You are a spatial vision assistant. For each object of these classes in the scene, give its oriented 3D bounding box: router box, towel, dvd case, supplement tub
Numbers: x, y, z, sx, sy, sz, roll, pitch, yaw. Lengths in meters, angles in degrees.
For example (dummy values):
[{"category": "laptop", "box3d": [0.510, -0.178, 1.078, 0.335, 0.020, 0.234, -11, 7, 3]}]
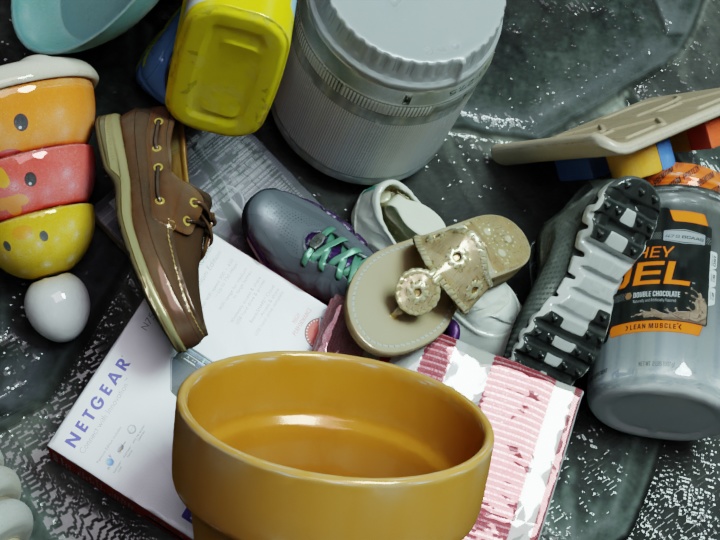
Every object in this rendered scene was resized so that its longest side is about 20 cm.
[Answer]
[{"category": "router box", "box3d": [-0.102, 0.098, 1.024, 0.178, 0.049, 0.201, 31, 70, 0]}, {"category": "towel", "box3d": [0.047, 0.116, 0.997, 0.198, 0.023, 0.146, 20, 70, 3]}, {"category": "dvd case", "box3d": [-0.094, -0.020, 1.104, 0.200, 0.016, 0.149, 45, 64, 5]}, {"category": "supplement tub", "box3d": [0.249, 0.024, 1.119, 0.121, 0.123, 0.203, 14, 64, -9]}]

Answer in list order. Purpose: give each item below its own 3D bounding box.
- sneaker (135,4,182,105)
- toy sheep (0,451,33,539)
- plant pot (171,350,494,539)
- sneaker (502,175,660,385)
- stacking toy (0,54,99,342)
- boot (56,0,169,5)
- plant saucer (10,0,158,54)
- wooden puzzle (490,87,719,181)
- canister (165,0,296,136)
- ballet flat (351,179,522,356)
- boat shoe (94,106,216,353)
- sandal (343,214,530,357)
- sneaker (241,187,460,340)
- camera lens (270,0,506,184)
[{"category": "sneaker", "box3d": [-0.109, -0.204, 1.160, 0.083, 0.071, 0.201, 43, 60, -17]}, {"category": "toy sheep", "box3d": [-0.292, 0.157, 0.916, 0.137, 0.138, 0.200, -37, 75, -25]}, {"category": "plant pot", "box3d": [-0.026, 0.173, 0.881, 0.197, 0.200, 0.186, 4, 107, -13]}, {"category": "sneaker", "box3d": [0.161, 0.014, 1.091, 0.066, 0.090, 0.202, 26, 95, -20]}, {"category": "stacking toy", "box3d": [-0.240, -0.046, 1.034, 0.144, 0.146, 0.203, -18, 89, -21]}, {"category": "boot", "box3d": [-0.216, -0.288, 1.156, 0.199, 0.073, 0.156, -33, 79, -16]}, {"category": "plant saucer", "box3d": [-0.185, -0.244, 1.043, 0.036, 0.198, 0.203, 31, 55, -44]}, {"category": "wooden puzzle", "box3d": [0.234, -0.110, 1.150, 0.198, 0.185, 0.047, -18, 99, -22]}, {"category": "canister", "box3d": [-0.087, -0.220, 1.029, 0.085, 0.149, 0.202, 13, 57, -11]}, {"category": "ballet flat", "box3d": [0.073, 0.003, 1.113, 0.200, 0.070, 0.069, 44, 64, 6]}, {"category": "boat shoe", "box3d": [-0.138, -0.038, 0.998, 0.067, 0.072, 0.202, -18, 61, -2]}, {"category": "sandal", "box3d": [0.070, -0.010, 1.019, 0.078, 0.070, 0.211, 51, 41, 11]}, {"category": "sneaker", "box3d": [0.000, 0.000, 1.062, 0.199, 0.087, 0.075, 40, 65, -7]}, {"category": "camera lens", "box3d": [0.017, -0.174, 1.097, 0.157, 0.200, 0.162, 5, 66, -12]}]
